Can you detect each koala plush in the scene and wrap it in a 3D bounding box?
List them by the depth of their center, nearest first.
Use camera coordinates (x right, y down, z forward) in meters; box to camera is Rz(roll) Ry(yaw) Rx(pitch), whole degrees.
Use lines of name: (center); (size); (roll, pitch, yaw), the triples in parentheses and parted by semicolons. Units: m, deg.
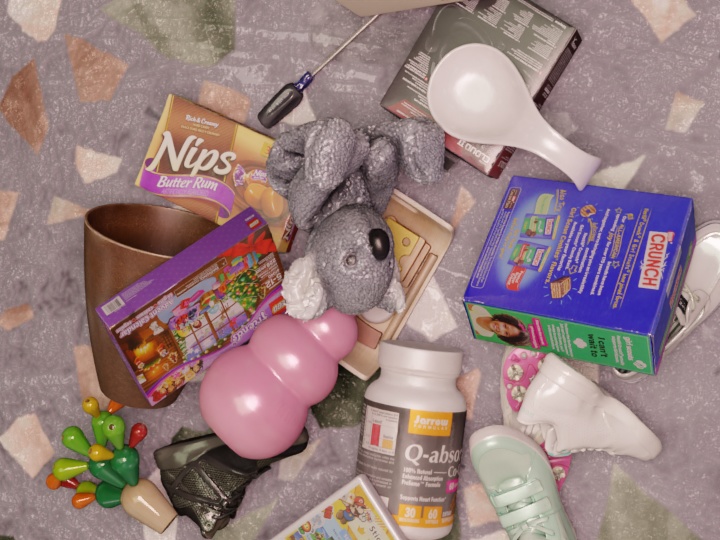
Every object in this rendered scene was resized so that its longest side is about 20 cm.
koala plush: (-0.013, -0.047, 1.270); (0.183, 0.175, 0.204); (-9, 88, 53)

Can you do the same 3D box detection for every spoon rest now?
spoon rest: (0.157, -0.157, 1.241); (0.199, 0.061, 0.100); (35, 98, 11)

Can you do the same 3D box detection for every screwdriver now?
screwdriver: (-0.045, -0.240, 1.396); (0.200, 0.028, 0.029); (-45, 50, 10)

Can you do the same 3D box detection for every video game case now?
video game case: (-0.013, 0.349, 1.271); (0.181, 0.023, 0.201); (-37, 80, 14)

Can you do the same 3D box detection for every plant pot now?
plant pot: (-0.239, 0.049, 1.386); (0.184, 0.187, 0.203); (17, 107, 15)

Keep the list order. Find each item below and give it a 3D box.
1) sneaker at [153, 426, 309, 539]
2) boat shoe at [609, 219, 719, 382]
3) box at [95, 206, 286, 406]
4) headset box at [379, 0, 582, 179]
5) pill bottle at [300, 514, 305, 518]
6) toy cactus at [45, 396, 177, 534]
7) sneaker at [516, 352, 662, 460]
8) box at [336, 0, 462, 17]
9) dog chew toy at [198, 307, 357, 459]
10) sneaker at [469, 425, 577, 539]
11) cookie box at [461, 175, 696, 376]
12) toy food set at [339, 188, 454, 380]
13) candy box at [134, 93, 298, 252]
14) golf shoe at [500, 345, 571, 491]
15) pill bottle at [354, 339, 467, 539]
sneaker: (-0.141, 0.241, 1.400); (0.196, 0.076, 0.116); (-16, 89, 17)
boat shoe: (0.333, 0.037, 1.265); (0.073, 0.067, 0.202); (33, 99, 13)
box: (-0.170, 0.039, 1.290); (0.199, 0.138, 0.039); (-35, 50, -15)
headset box: (0.127, -0.208, 1.319); (0.148, 0.077, 0.202); (33, 100, 14)
pill bottle: (-0.022, 0.379, 1.344); (0.200, 0.113, 0.113); (43, 101, 12)
toy cactus: (-0.281, 0.238, 1.409); (0.164, 0.102, 0.201); (40, 129, 5)
sneaker: (0.231, 0.162, 1.246); (0.089, 0.199, 0.075); (-54, 34, 3)
box: (0.050, -0.327, 1.289); (0.198, 0.082, 0.070); (5, 76, 46)
dog chew toy: (-0.081, 0.107, 1.307); (0.125, 0.125, 0.200); (44, 86, 11)
sneaker: (0.175, 0.259, 1.243); (0.073, 0.119, 0.202); (-25, 114, 18)
cookie box: (0.227, 0.001, 1.235); (0.197, 0.076, 0.173); (10, 58, 27)
toy food set: (0.000, 0.000, 1.364); (0.142, 0.060, 0.202); (32, 99, 14)
candy box: (-0.153, -0.115, 1.411); (0.198, 0.056, 0.118); (25, 97, 13)
golf shoe: (0.187, 0.158, 1.311); (0.074, 0.092, 0.203); (-3, 111, 0)
pill bottle: (0.056, 0.183, 1.321); (0.114, 0.116, 0.204); (7, 92, 16)
